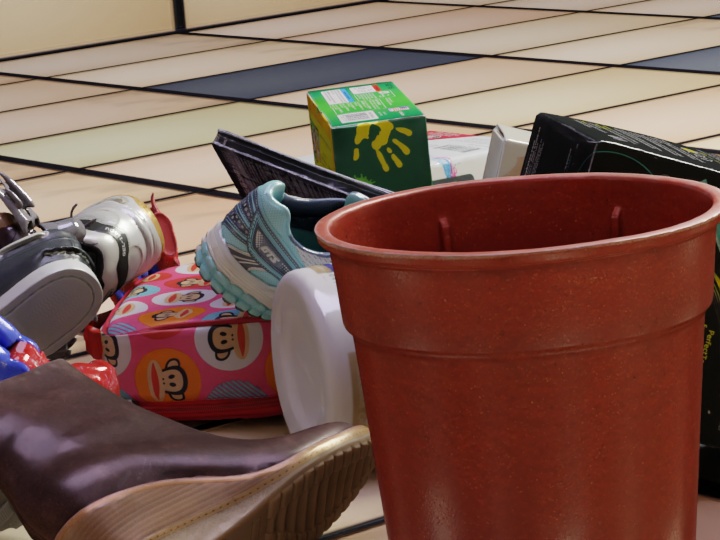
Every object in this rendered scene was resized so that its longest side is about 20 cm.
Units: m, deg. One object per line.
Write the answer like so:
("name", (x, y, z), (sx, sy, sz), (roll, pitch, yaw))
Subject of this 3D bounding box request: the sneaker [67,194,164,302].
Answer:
("sneaker", (-0.229, 0.015, 1.752), (0.200, 0.076, 0.088), (-36, 2, 29))

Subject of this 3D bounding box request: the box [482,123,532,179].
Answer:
("box", (0.184, -0.036, 1.812), (0.198, 0.096, 0.078), (11, 10, -4))

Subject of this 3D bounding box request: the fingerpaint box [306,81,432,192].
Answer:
("fingerpaint box", (0.013, -0.041, 1.849), (0.073, 0.168, 0.200), (-7, 11, -5))

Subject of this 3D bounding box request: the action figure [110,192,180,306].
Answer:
("action figure", (-0.168, -0.018, 1.882), (0.065, 0.100, 0.200), (-23, -14, -7))

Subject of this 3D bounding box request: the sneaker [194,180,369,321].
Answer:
("sneaker", (0.000, 0.000, 1.593), (0.199, 0.086, 0.078), (16, 38, -32))

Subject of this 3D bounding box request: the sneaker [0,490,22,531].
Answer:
("sneaker", (-0.235, 0.111, 1.449), (0.082, 0.075, 0.199), (-40, 19, -32))

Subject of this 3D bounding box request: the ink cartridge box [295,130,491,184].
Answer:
("ink cartridge box", (0.030, -0.059, 2.136), (0.199, 0.084, 0.145), (-13, 15, -36))

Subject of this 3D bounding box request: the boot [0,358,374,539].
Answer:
("boot", (-0.104, 0.091, 1.355), (0.166, 0.073, 0.199), (38, 42, 28))

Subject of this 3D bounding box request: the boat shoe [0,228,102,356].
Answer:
("boat shoe", (-0.255, 0.047, 1.619), (0.199, 0.076, 0.060), (-30, 40, 0))

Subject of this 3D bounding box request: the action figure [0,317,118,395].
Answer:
("action figure", (-0.226, 0.065, 1.546), (0.099, 0.199, 0.066), (-44, 20, 42))

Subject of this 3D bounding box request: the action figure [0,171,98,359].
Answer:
("action figure", (-0.257, 0.019, 1.678), (0.199, 0.131, 0.069), (-34, -10, 7))

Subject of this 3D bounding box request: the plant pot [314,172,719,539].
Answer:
("plant pot", (0.085, 0.066, 1.236), (0.199, 0.197, 0.201), (-5, 12, 1))

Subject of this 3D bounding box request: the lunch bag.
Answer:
("lunch bag", (-0.101, 0.042, 1.705), (0.175, 0.083, 0.200), (-4, 12, 8))

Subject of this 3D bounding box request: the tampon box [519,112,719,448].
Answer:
("tampon box", (0.186, 0.012, 1.431), (0.199, 0.151, 0.126), (14, 8, -14))

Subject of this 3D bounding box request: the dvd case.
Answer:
("dvd case", (0.007, -0.029, 1.669), (0.199, 0.016, 0.149), (22, -15, 16))

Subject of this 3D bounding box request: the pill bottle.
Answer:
("pill bottle", (0.056, 0.045, 1.538), (0.199, 0.121, 0.120), (-9, 12, -18))
